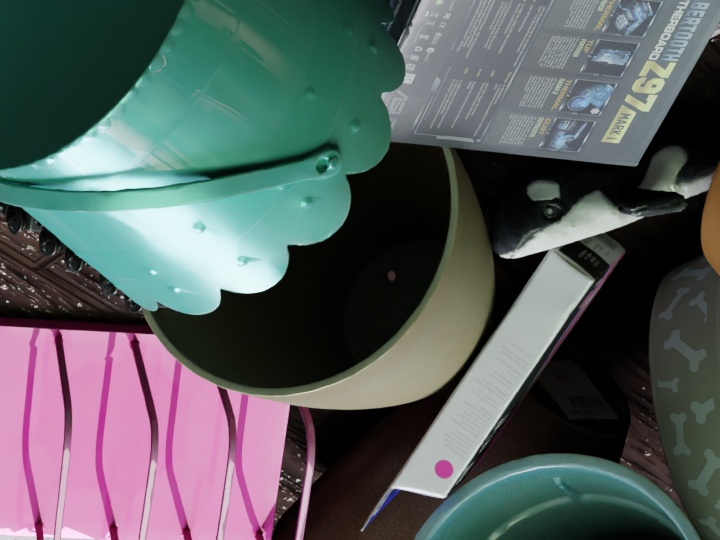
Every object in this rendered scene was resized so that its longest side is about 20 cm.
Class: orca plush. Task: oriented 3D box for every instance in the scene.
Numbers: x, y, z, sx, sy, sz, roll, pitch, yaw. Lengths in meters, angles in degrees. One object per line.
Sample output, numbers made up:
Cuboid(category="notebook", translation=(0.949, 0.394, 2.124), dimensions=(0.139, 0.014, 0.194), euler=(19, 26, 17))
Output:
Cuboid(category="orca plush", translation=(0.154, -0.068, 1.550), dimensions=(0.199, 0.072, 0.105), euler=(-17, -173, -11))

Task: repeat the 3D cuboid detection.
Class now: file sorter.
Cuboid(category="file sorter", translation=(-0.134, 0.121, 1.654), dimensions=(0.199, 0.126, 0.140), euler=(3, 113, -13))

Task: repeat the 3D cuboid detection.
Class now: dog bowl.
Cuboid(category="dog bowl", translation=(0.227, 0.079, 1.645), dimensions=(0.058, 0.201, 0.200), euler=(-13, 142, 25))

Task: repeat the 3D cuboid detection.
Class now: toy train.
Cuboid(category="toy train", translation=(-0.144, -0.024, 1.485), dimensions=(0.034, 0.200, 0.046), euler=(1, 107, -36))

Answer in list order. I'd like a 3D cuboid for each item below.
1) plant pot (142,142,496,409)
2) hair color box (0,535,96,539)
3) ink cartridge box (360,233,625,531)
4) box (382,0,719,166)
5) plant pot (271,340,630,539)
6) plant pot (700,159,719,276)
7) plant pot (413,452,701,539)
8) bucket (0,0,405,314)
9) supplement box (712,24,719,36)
Cuboid(category="plant pot", translation=(0.000, 0.000, 1.544), dimensions=(0.186, 0.188, 0.200), euler=(-20, 158, 16))
Cuboid(category="hair color box", translation=(-0.216, 0.165, 1.786), dimensions=(0.199, 0.062, 0.102), euler=(15, 136, -23))
Cuboid(category="ink cartridge box", translation=(0.075, 0.066, 1.587), dimensions=(0.037, 0.095, 0.200), euler=(37, 108, 6))
Cuboid(category="box", translation=(0.096, -0.135, 1.372), dimensions=(0.157, 0.051, 0.200), euler=(5, 143, -16))
Cuboid(category="plant pot", translation=(0.075, 0.139, 1.724), dimensions=(0.186, 0.187, 0.200), euler=(19, 121, -28))
Cuboid(category="plant pot", translation=(0.278, -0.029, 1.518), dimensions=(0.200, 0.140, 0.201), euler=(-38, 145, -32))
Cuboid(category="plant pot", translation=(0.143, 0.225, 1.601), dimensions=(0.199, 0.201, 0.196), euler=(-23, 154, 19))
Cuboid(category="bucket", translation=(-0.097, -0.093, 1.347), dimensions=(0.207, 0.208, 0.135), euler=(-31, 135, 27))
Cuboid(category="supplement box", translation=(0.110, -0.181, 1.412), dimensions=(0.108, 0.061, 0.200), euler=(-28, 136, 26))
